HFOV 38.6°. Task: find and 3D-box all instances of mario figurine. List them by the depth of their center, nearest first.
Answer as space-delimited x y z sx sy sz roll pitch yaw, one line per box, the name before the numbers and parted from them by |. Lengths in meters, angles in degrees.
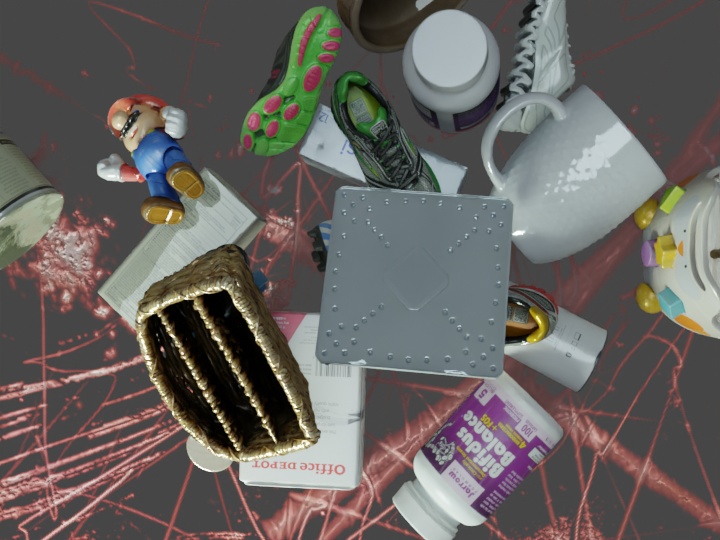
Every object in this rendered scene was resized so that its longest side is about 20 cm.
mario figurine | -0.259 -0.145 1.218 0.122 0.107 0.201 -24 46 -9

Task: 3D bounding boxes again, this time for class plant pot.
plant pot | 0.027 -0.387 1.211 0.199 0.200 0.175 -38 68 2

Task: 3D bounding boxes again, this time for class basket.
basket | -0.146 0.099 1.053 0.141 0.149 0.202 -26 107 0

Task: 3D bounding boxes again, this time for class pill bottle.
pill bottle | 0.105 -0.228 1.174 0.109 0.200 0.114 0 88 7
pill bottle | 0.132 0.222 1.200 0.112 0.112 0.200 42 91 5

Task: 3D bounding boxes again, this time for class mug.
mug | 0.221 -0.115 1.178 0.175 0.148 0.200 -42 116 11

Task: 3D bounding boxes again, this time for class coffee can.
coffee can | -0.480 -0.115 1.245 0.146 0.146 0.200 -44 85 2

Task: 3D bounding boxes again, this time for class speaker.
speaker | 0.186 0.062 1.218 0.198 0.081 0.082 27 90 5

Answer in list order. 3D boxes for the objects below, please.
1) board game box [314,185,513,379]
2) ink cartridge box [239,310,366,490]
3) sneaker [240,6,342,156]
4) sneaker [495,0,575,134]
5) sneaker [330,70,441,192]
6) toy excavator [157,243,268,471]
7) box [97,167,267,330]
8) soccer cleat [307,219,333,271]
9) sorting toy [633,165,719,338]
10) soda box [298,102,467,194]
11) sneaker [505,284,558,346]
board game box | 0.060 0.012 1.109 0.196 0.026 0.203 4 70 7
ink cartridge box | -0.066 0.152 1.233 0.144 0.083 0.204 2 87 4
sneaker | -0.081 -0.228 1.260 0.076 0.084 0.201 29 107 -15
sneaker | 0.223 -0.260 1.238 0.080 0.075 0.203 14 97 -3
sneaker | 0.024 -0.136 1.173 0.078 0.085 0.201 -34 86 1
toy excavator | -0.158 0.099 1.166 0.194 0.100 0.201 -38 92 4
box | -0.214 -0.018 1.254 0.095 0.078 0.200 43 91 5
soccer cleat | 0.000 0.000 1.196 0.085 0.071 0.201 -17 42 -8
sorting toy | 0.377 -0.024 1.157 0.105 0.180 0.204 -1 87 4
soda box | 0.028 -0.128 1.247 0.197 0.063 0.069 24 88 5
sneaker | 0.121 0.044 1.145 0.196 0.082 0.079 1 100 11
